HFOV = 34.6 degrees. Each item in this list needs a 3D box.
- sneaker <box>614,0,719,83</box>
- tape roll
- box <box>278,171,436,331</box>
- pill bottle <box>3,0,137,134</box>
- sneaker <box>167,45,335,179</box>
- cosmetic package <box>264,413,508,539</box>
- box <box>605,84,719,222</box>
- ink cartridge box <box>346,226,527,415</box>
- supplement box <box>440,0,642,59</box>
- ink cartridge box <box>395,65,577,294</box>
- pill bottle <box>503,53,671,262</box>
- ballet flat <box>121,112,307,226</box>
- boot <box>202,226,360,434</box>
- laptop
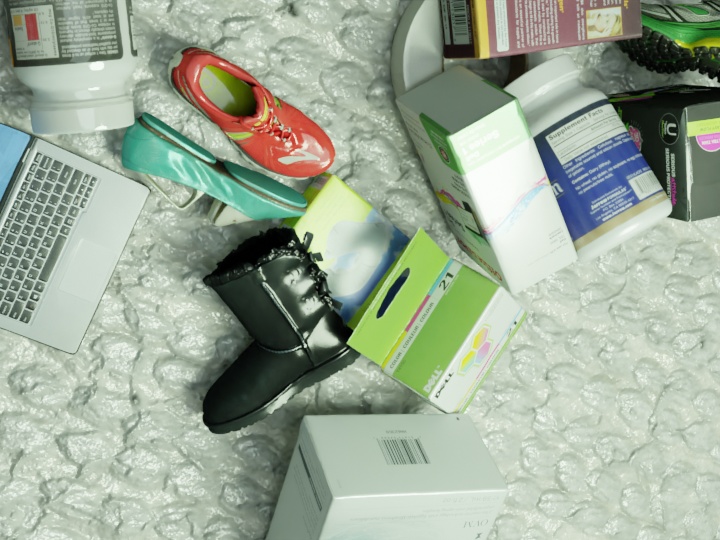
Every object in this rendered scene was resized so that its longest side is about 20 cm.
[{"bbox_3d":[0.370,-0.266,1.289,0.085,0.200,0.078,-59,151,-18],"label":"sneaker"},{"bbox_3d":[0.130,-0.227,1.267,0.203,0.037,0.203,-5,103,-22],"label":"tape roll"},{"bbox_3d":[0.000,0.000,1.254,0.200,0.048,0.122,38,85,-24],"label":"box"},{"bbox_3d":[-0.265,-0.230,1.057,0.116,0.116,0.200,-9,104,-21],"label":"pill bottle"},{"bbox_3d":[-0.105,-0.151,1.157,0.200,0.085,0.077,31,88,-25],"label":"sneaker"},{"bbox_3d":[0.022,0.268,1.240,0.199,0.123,0.200,2,126,-23],"label":"cosmetic package"},{"bbox_3d":[0.361,-0.137,1.291,0.148,0.200,0.124,-11,105,-20],"label":"box"},{"bbox_3d":[0.085,0.062,1.232,0.148,0.076,0.200,-57,151,-3],"label":"ink cartridge box"},{"bbox_3d":[0.188,-0.288,1.211,0.200,0.086,0.111,-11,104,-20],"label":"supplement box"},{"bbox_3d":[0.130,-0.094,1.197,0.084,0.145,0.200,-30,119,-6],"label":"ink cartridge box"},{"bbox_3d":[0.229,-0.119,1.215,0.116,0.116,0.200,-27,83,-15],"label":"pill bottle"},{"bbox_3d":[-0.152,-0.086,1.168,0.200,0.067,0.070,27,105,-22],"label":"ballet flat"},{"bbox_3d":[-0.107,0.060,1.183,0.198,0.073,0.163,-30,120,0],"label":"boot"},{"bbox_3d":[-0.312,-0.026,1.080,0.200,0.116,0.187,25,91,-25],"label":"laptop"}]
